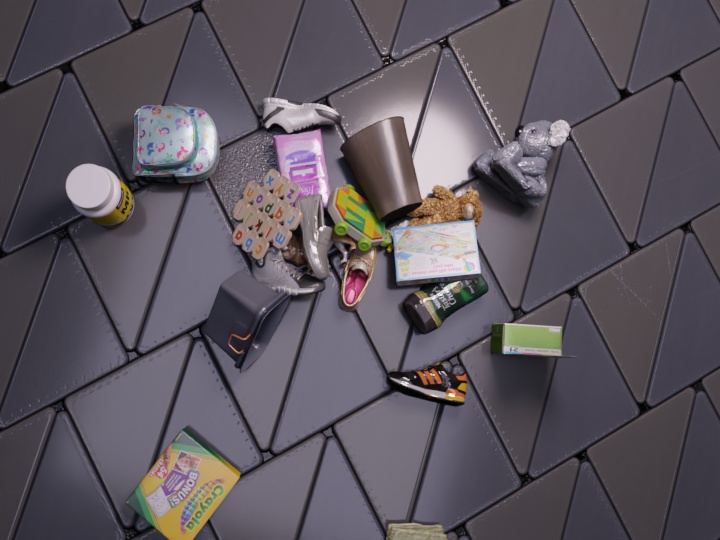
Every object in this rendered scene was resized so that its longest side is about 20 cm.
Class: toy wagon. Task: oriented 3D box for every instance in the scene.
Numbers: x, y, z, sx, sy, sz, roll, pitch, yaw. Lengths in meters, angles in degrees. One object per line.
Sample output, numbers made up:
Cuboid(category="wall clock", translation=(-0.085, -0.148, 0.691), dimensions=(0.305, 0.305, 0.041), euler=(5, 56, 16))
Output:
Cuboid(category="toy wagon", translation=(0.009, -0.115, 1.706), dimensions=(0.199, 0.039, 0.157), euler=(34, 39, -21))

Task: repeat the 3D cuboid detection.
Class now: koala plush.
Cuboid(category="koala plush", translation=(0.412, -0.280, 1.754), dimensions=(0.183, 0.177, 0.201), euler=(39, 81, -12))

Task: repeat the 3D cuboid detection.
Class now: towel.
Cuboid(category="towel", translation=(0.125, 0.694, 1.681), dimensions=(0.146, 0.036, 0.204), euler=(6, 83, -6))

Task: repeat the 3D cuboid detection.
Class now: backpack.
Cuboid(category="backpack", translation=(-0.428, -0.295, 1.681), dimensions=(0.196, 0.151, 0.181), euler=(1, 83, -10))

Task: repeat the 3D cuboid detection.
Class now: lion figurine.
Cuboid(category="lion figurine", translation=(-0.095, -0.062, 1.711), dimensions=(0.197, 0.073, 0.124), euler=(-21, 64, -4))

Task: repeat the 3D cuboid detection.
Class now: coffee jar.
Cuboid(category="coffee jar", translation=(0.203, 0.062, 1.730), dimensions=(0.199, 0.085, 0.105), euler=(-35, 88, -8))

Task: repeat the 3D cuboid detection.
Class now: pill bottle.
Cuboid(category="pill bottle", translation=(-0.584, -0.168, 1.619), dimensions=(0.112, 0.200, 0.117), euler=(1, 84, -5))

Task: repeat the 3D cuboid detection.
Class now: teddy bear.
Cuboid(category="teddy bear", translation=(0.205, -0.138, 1.761), dimensions=(0.196, 0.067, 0.148), euler=(9, 85, -4))

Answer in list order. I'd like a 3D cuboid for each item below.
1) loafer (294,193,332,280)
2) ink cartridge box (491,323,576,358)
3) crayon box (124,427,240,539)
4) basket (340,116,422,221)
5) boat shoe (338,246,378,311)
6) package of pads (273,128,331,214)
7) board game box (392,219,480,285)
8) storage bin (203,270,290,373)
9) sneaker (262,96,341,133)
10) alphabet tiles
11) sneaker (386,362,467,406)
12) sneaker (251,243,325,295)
Cuboid(category="loafer", translation=(-0.096, -0.079, 1.639), dimensions=(0.069, 0.070, 0.203), euler=(-17, 78, 12))
Cuboid(category="ink cartridge box", translation=(0.403, 0.163, 1.681), dimensions=(0.145, 0.200, 0.077), euler=(4, 83, -5))
Cuboid(category="crayon box", translation=(-0.401, 0.494, 1.639), dimensions=(0.172, 0.058, 0.201), euler=(38, 82, -1))
Cuboid(category="basket", translation=(0.060, -0.230, 1.705), dimensions=(0.179, 0.135, 0.203), euler=(-25, 82, 34))
Cuboid(category="boat shoe", translation=(0.000, 0.000, 1.724), dimensions=(0.073, 0.069, 0.203), euler=(15, 83, -4))
Cuboid(category="package of pads", translation=(-0.138, -0.231, 1.733), dimensions=(0.118, 0.076, 0.204), euler=(-9, 85, -4))
Cuboid(category="board game box", translation=(0.178, -0.042, 1.704), dimensions=(0.196, 0.034, 0.137), euler=(-5, 69, 5))
Cuboid(category="storage bin", translation=(-0.270, 0.111, 1.626), dimensions=(0.133, 0.146, 0.202), euler=(33, 124, 9))
Cuboid(category="sneaker", translation=(-0.144, -0.367, 1.753), dimensions=(0.196, 0.074, 0.082), euler=(7, 86, 4))
Cuboid(category="alphabet tiles", translation=(-0.219, -0.131, 1.680), dimensions=(0.199, 0.015, 0.198), euler=(32, 94, 36))
Cuboid(category="sneaker", translation=(0.160, 0.258, 1.722), dimensions=(0.197, 0.070, 0.091), euler=(17, 68, -4))
Cuboid(category="sneaker", translation=(-0.174, -0.006, 1.663), dimensions=(0.197, 0.075, 0.118), euler=(2, 98, 23))
